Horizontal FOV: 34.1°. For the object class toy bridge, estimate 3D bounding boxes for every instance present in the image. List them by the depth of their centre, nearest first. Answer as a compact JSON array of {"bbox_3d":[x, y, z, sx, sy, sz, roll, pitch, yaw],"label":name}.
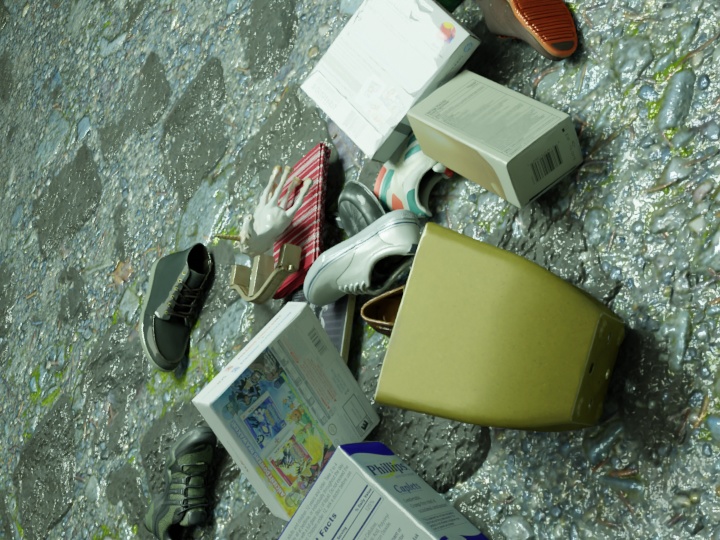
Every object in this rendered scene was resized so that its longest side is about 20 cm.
[{"bbox_3d":[-0.140,0.012,1.676,0.200,0.027,0.067,-18,60,61],"label":"toy bridge"}]

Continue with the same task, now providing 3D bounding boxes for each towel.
[{"bbox_3d":[-0.087,-0.068,1.687,0.145,0.022,0.201,-34,47,53],"label":"towel"}]

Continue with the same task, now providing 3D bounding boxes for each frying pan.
[{"bbox_3d":[-0.016,-0.079,1.582,0.190,0.031,0.115,35,145,46],"label":"frying pan"}]

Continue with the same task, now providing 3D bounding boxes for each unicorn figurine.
[{"bbox_3d":[-0.125,-0.078,1.627,0.138,0.074,0.200,-61,-4,-3],"label":"unicorn figurine"}]

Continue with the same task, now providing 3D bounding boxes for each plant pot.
[{"bbox_3d":[0.163,0.081,1.247,0.199,0.194,0.196,17,88,27],"label":"plant pot"}]

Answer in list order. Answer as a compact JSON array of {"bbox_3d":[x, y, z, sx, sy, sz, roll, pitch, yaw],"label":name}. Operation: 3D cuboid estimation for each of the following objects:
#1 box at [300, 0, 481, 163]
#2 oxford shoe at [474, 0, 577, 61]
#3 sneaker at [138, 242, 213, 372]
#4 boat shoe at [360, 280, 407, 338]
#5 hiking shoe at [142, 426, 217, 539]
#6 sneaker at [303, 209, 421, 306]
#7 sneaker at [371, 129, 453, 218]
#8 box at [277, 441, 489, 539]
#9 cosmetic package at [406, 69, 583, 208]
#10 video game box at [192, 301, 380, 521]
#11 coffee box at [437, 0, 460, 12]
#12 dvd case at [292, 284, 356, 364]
[{"bbox_3d":[0.035,-0.263,1.503,0.156,0.041,0.200,47,110,25],"label":"box"},{"bbox_3d":[0.202,-0.312,1.456,0.073,0.071,0.200,105,147,-43],"label":"oxford shoe"},{"bbox_3d":[-0.290,0.054,1.854,0.106,0.075,0.201,-27,56,43],"label":"sneaker"},{"bbox_3d":[0.082,0.044,1.442,0.200,0.067,0.072,-18,63,44],"label":"boat shoe"},{"bbox_3d":[-0.245,0.325,1.719,0.101,0.076,0.201,40,116,39],"label":"hiking shoe"},{"bbox_3d":[0.000,0.000,1.496,0.200,0.073,0.071,-39,49,35],"label":"sneaker"},{"bbox_3d":[0.089,-0.160,1.524,0.093,0.070,0.200,19,89,32],"label":"sneaker"},{"bbox_3d":[0.021,0.326,1.336,0.200,0.105,0.184,40,107,26],"label":"box"},{"bbox_3d":[0.157,-0.160,1.399,0.105,0.071,0.200,-36,39,-13],"label":"cosmetic package"},{"bbox_3d":[-0.085,0.172,1.433,0.047,0.200,0.182,0,39,48],"label":"video game box"},{"bbox_3d":[0.123,-0.425,1.530,0.200,0.123,0.044,-43,45,32],"label":"coffee box"},{"bbox_3d":[-0.057,0.081,1.614,0.149,0.016,0.201,-10,70,55],"label":"dvd case"}]
